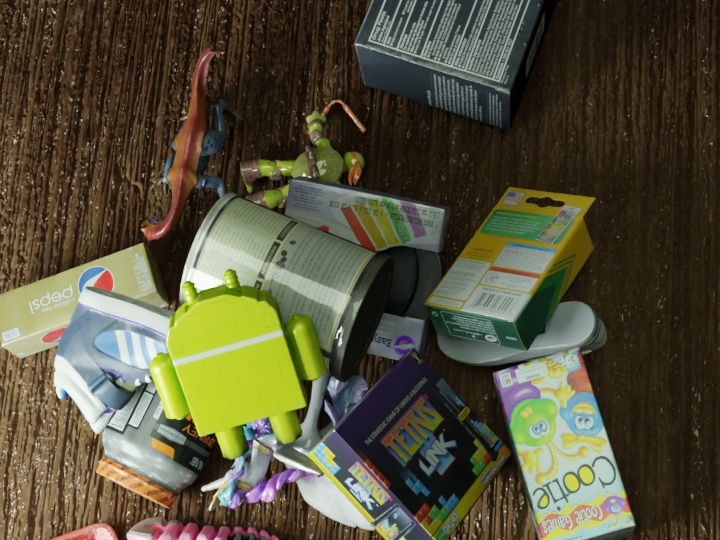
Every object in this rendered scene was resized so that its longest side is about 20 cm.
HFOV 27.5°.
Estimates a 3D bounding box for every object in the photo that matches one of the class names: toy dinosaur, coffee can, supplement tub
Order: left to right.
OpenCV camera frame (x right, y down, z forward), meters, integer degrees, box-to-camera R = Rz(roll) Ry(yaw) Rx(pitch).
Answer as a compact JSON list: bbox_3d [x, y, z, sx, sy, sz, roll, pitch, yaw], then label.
[{"bbox_3d":[-0.215,0.160,1.680,0.121,0.123,0.202,23,79,13],"label":"supplement tub"},{"bbox_3d":[-0.217,-0.130,1.757,0.104,0.202,0.182,1,41,23],"label":"toy dinosaur"},{"bbox_3d":[-0.080,0.017,1.626,0.198,0.147,0.148,22,78,11],"label":"coffee can"}]

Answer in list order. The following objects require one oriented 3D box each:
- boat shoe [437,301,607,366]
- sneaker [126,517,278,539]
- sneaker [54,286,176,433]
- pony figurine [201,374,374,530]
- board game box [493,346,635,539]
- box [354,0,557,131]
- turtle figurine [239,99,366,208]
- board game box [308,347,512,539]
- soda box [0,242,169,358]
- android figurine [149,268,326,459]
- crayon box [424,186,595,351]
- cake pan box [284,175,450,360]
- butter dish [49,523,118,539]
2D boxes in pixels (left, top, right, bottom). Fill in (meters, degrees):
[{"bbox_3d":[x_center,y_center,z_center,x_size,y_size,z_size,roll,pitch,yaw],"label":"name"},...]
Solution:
[{"bbox_3d":[0.186,0.077,1.682,0.198,0.070,0.072,-10,65,27],"label":"boat shoe"},{"bbox_3d":[-0.168,0.339,1.659,0.197,0.079,0.097,6,96,9],"label":"sneaker"},{"bbox_3d":[-0.238,0.115,1.605,0.198,0.081,0.148,20,94,8],"label":"sneaker"},{"bbox_3d":[-0.065,0.198,1.650,0.191,0.167,0.202,13,64,22],"label":"pony figurine"},{"bbox_3d":[0.223,0.204,1.623,0.104,0.103,0.202,-17,72,2],"label":"board game box"},{"bbox_3d":[0.121,-0.305,1.773,0.196,0.123,0.202,19,75,11],"label":"box"},{"bbox_3d":[-0.058,-0.106,1.768,0.159,0.064,0.202,-16,73,2],"label":"turtle figurine"},{"bbox_3d":[0.058,0.198,1.590,0.166,0.200,0.057,47,126,1],"label":"board game box"},{"bbox_3d":[-0.334,0.037,1.758,0.198,0.068,0.065,-19,72,1],"label":"soda box"},{"bbox_3d":[-0.130,0.097,1.539,0.180,0.041,0.202,-17,110,3],"label":"android figurine"},{"bbox_3d":[0.178,-0.005,1.669,0.125,0.052,0.201,10,51,39],"label":"crayon box"},{"bbox_3d":[0.000,0.000,1.708,0.197,0.052,0.187,13,99,11],"label":"cake pan box"},{"bbox_3d":[-0.350,0.394,1.616,0.197,0.148,0.202,-21,73,1],"label":"butter dish"}]
